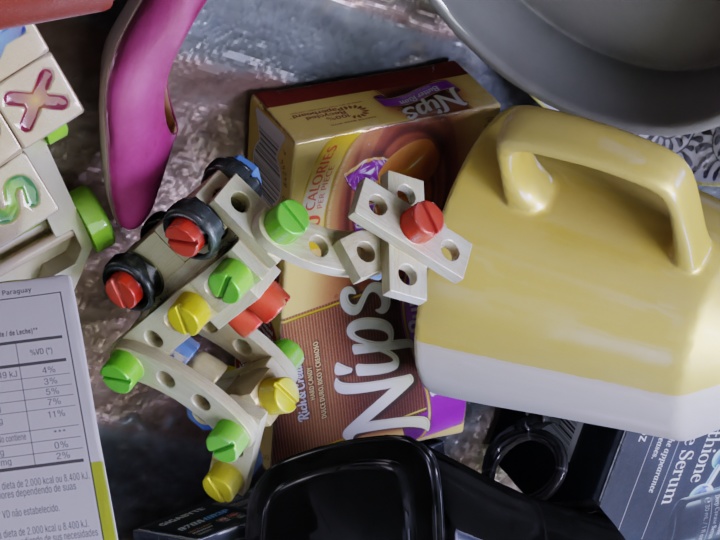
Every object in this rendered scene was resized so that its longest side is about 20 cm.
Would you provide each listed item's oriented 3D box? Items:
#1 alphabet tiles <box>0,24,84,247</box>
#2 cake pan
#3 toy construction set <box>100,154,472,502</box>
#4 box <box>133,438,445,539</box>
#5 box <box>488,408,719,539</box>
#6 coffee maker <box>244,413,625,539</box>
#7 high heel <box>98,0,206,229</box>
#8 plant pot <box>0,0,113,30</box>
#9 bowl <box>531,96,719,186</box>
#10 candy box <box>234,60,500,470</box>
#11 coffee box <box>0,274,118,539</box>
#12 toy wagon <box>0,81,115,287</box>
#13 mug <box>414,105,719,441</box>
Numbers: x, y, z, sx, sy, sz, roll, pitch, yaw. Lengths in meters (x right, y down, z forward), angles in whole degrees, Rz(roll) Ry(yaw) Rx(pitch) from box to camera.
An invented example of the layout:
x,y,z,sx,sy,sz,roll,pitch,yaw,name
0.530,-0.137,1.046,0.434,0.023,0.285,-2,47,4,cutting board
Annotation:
x,y,z,sx,sy,sz,roll,pitch,yaw,name
-0.227,-0.056,1.118,0.199,0.006,0.167,-33,118,-8,alphabet tiles
0.106,-0.147,1.152,0.037,0.199,0.201,-53,139,-31,cake pan
-0.047,0.017,1.200,0.131,0.092,0.200,45,125,-7,toy construction set
-0.028,0.185,1.319,0.199,0.046,0.160,-18,109,-48,box
0.195,0.066,1.426,0.199,0.107,0.149,0,120,-32,box
0.037,0.148,1.275,0.134,0.193,0.200,-36,145,20,coffee maker
-0.070,-0.109,1.162,0.095,0.068,0.201,3,119,-7,high heel
-0.190,-0.168,0.993,0.194,0.201,0.202,-9,125,-36,plant pot
0.156,-0.146,1.232,0.094,0.200,0.201,-52,139,-29,bowl
0.000,0.000,1.299,0.116,0.056,0.201,-11,124,-25,candy box
-0.208,0.145,1.126,0.199,0.199,0.200,-8,145,-11,coffee box
-0.193,0.000,1.195,0.155,0.040,0.201,-29,132,-10,toy wagon
0.118,0.011,1.235,0.186,0.152,0.150,9,99,-71,mug
